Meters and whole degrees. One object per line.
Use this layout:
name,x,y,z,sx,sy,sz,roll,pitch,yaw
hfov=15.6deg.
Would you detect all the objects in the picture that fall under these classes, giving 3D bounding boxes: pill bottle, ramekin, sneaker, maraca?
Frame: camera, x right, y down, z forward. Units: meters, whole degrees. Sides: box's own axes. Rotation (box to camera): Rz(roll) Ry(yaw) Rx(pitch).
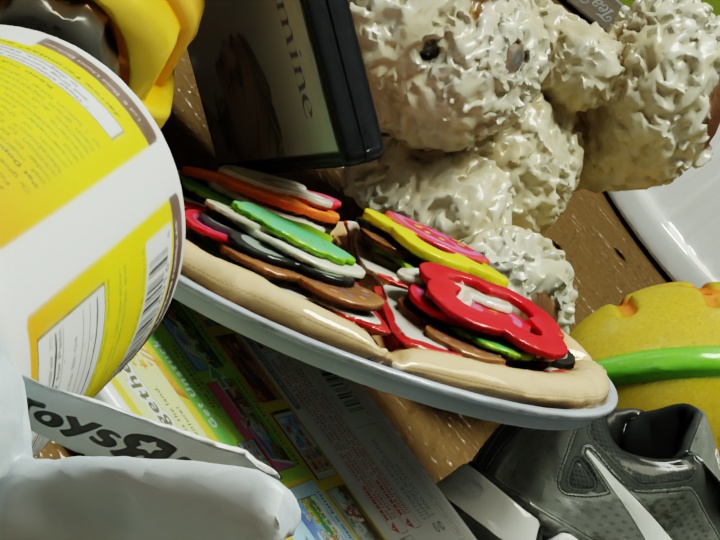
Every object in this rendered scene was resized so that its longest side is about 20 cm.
pill bottle,-0.118,0.007,0.646,0.109,0.109,0.200,47,18,-3
ramekin,0.232,-0.041,1.547,0.202,0.094,0.203,42,20,-19
sneaker,0.119,0.101,1.002,0.200,0.091,0.066,35,-1,-33
maraca,0.161,0.063,1.107,0.199,0.137,0.108,11,68,-31

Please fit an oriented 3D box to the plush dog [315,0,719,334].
plush dog,0.037,-0.081,1.076,0.160,0.200,0.172,21,-31,40

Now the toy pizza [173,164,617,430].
toy pizza,0.000,0.000,0.911,0.199,0.032,0.200,21,11,-4

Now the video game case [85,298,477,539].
video game case,-0.019,0.080,0.863,0.200,0.023,0.182,53,19,11

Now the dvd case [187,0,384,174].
dvd case,-0.041,-0.105,0.948,0.200,0.017,0.143,-178,-107,-75

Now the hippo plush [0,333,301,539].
hippo plush,-0.139,0.053,0.456,0.199,0.161,0.159,31,-4,-4

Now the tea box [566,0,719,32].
tea box,0.233,-0.249,1.797,0.200,0.197,0.134,35,23,-37

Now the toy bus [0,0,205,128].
toy bus,-0.111,-0.159,0.847,0.200,0.192,0.136,31,23,-23
